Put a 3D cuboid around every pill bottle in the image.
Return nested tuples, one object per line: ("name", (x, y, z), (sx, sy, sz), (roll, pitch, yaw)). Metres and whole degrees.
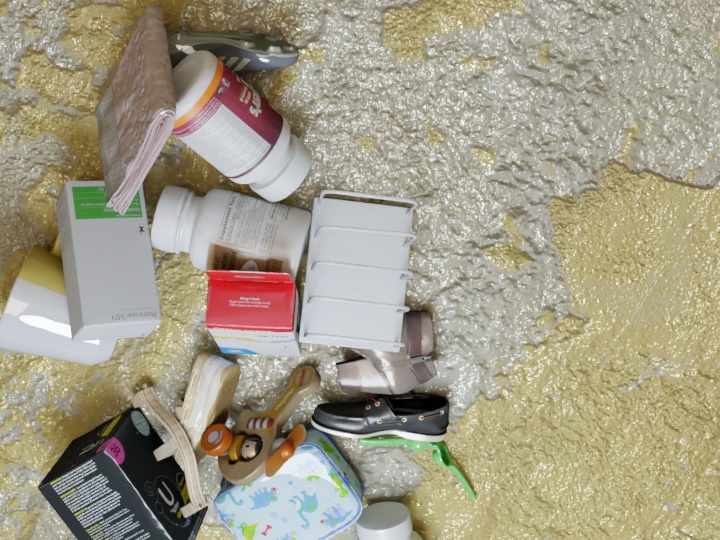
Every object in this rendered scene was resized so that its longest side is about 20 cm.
("pill bottle", (0.047, 0.456, 1.506), (0.111, 0.111, 0.200), (-8, 106, 5))
("pill bottle", (-0.161, -0.182, 1.297), (0.110, 0.110, 0.200), (-42, 125, 13))
("pill bottle", (-0.175, -0.049, 1.363), (0.200, 0.114, 0.114), (14, 107, -2))

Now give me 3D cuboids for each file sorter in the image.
("file sorter", (0.000, 0.000, 1.326), (0.139, 0.125, 0.200), (6, 83, -5))

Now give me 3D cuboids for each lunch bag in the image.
("lunch bag", (-0.104, 0.341, 1.493), (0.200, 0.082, 0.161), (-34, 101, 11))

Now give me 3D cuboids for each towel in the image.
("towel", (-0.285, -0.203, 1.262), (0.032, 0.200, 0.191), (11, 137, -32))

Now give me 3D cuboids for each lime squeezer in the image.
("lime squeezer", (0.099, 0.278, 1.489), (0.200, 0.038, 0.071), (27, 106, -6))

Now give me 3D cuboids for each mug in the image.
("mug", (-0.401, 0.045, 1.391), (0.153, 0.149, 0.187), (21, 113, -12))

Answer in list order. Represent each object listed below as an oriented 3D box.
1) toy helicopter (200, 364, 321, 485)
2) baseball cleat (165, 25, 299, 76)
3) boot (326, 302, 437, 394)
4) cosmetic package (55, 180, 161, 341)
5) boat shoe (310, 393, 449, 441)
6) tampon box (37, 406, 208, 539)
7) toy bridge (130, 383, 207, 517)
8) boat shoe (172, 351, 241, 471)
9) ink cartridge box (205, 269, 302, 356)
("toy helicopter", (-0.122, 0.220, 1.429), (0.200, 0.132, 0.079), (-51, 130, -14))
("baseball cleat", (-0.181, -0.270, 1.332), (0.200, 0.070, 0.107), (8, 120, 5))
("boot", (0.028, 0.082, 1.425), (0.146, 0.070, 0.200), (-12, 104, -2))
("cosmetic package", (-0.337, -0.013, 1.336), (0.107, 0.085, 0.200), (-5, 74, -28))
("boat shoe", (0.030, 0.205, 1.451), (0.201, 0.074, 0.063), (3, 112, -5))
("tampon box", (-0.340, 0.331, 1.465), (0.126, 0.150, 0.200), (-30, 103, 12))
("toy bridge", (-0.273, 0.254, 1.450), (0.067, 0.027, 0.200), (-37, 76, 45))
("boat shoe", (-0.236, 0.203, 1.470), (0.069, 0.074, 0.200), (32, 115, 17))
("ink cartridge box", (-0.142, 0.060, 1.350), (0.116, 0.200, 0.067), (2, 72, 2))
